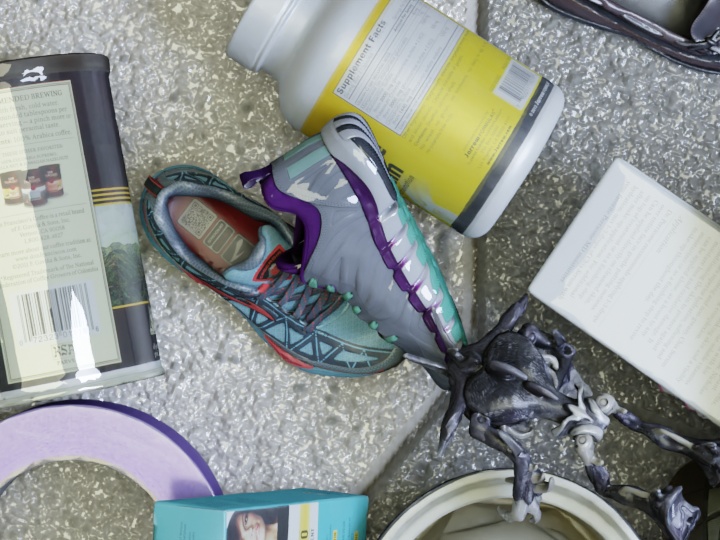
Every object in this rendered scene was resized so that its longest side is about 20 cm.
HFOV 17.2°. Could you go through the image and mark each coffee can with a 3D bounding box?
[{"bbox_3d":[-0.209,-0.021,1.468,0.145,0.146,0.202,-10,90,-2],"label":"coffee can"}]

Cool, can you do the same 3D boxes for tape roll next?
[{"bbox_3d":[-0.178,0.183,1.498,0.198,0.085,0.202,0,88,-2],"label":"tape roll"}]

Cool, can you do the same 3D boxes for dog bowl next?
[{"bbox_3d":[0.091,0.224,1.511,0.198,0.074,0.202,0,88,-2],"label":"dog bowl"}]

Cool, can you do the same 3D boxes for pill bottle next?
[{"bbox_3d":[0.020,-0.116,1.494,0.199,0.112,0.112,32,88,-1],"label":"pill bottle"}]

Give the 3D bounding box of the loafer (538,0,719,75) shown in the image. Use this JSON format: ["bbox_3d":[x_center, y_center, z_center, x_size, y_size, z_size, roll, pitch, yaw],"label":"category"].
[{"bbox_3d":[0.205,-0.171,1.525,0.199,0.063,0.072,14,89,-2],"label":"loafer"}]

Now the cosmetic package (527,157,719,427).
[{"bbox_3d":[0.213,0.028,1.459,0.199,0.071,0.102,36,95,9],"label":"cosmetic package"}]

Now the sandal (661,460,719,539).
[{"bbox_3d":[0.227,0.200,1.490,0.081,0.055,0.201,5,50,-5],"label":"sandal"}]

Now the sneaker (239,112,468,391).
[{"bbox_3d":[0.000,0.000,1.465,0.087,0.075,0.201,-24,116,5],"label":"sneaker"}]

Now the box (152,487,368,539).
[{"bbox_3d":[-0.059,0.178,1.444,0.049,0.200,0.083,3,89,24],"label":"box"}]

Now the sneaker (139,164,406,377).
[{"bbox_3d":[-0.057,0.006,1.498,0.199,0.096,0.080,31,89,-1],"label":"sneaker"}]

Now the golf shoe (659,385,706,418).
[{"bbox_3d":[0.247,0.074,1.525,0.091,0.075,0.201,-37,83,6],"label":"golf shoe"}]

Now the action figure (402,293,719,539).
[{"bbox_3d":[0.119,0.097,1.439,0.199,0.102,0.119,28,63,11],"label":"action figure"}]
